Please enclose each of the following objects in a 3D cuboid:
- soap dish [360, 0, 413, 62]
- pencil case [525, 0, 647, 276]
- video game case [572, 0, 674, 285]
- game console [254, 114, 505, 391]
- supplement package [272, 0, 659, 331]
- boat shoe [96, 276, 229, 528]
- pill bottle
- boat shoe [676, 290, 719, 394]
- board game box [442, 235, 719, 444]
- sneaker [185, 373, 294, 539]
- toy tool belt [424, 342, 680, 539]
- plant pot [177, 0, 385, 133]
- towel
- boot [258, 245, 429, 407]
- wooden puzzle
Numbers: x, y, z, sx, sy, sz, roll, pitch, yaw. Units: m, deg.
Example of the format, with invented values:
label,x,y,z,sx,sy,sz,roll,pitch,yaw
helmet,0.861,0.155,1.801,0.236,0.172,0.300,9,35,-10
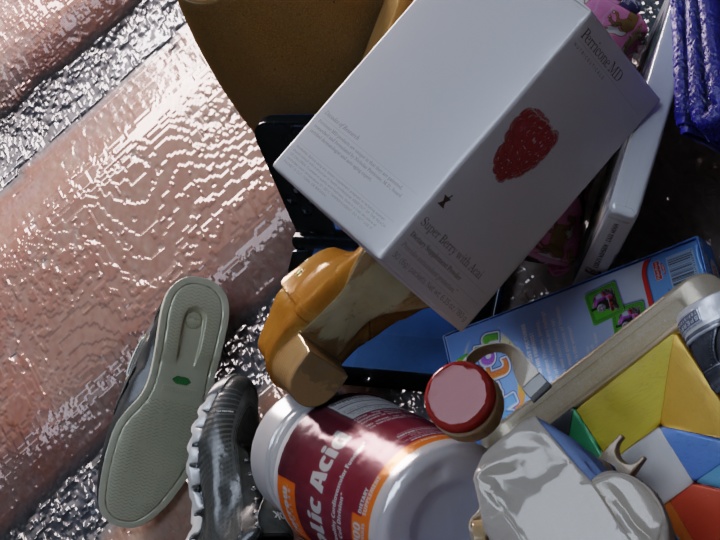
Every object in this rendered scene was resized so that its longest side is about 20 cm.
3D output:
label,x,y,z,sx,sy,sz,roll,pitch,yaw
soap dish,0.095,-0.191,1.645,0.157,0.081,0.201,19,76,5
pencil case,0.137,-0.101,1.547,0.086,0.083,0.201,19,92,26
video game case,0.192,-0.101,1.519,0.023,0.182,0.201,17,73,3
game console,0.004,-0.015,1.634,0.199,0.171,0.118,2,41,35
supplement package,0.069,-0.088,1.409,0.200,0.121,0.120,-50,51,0
boat shoe,-0.154,0.104,1.719,0.068,0.072,0.201,171,118,-72
pill bottle,0.011,0.148,1.513,0.115,0.114,0.200,-59,31,-7
boat shoe,0.301,0.027,1.403,0.199,0.072,0.068,-17,73,-19
board game box,0.163,0.083,1.507,0.199,0.037,0.152,-22,66,22
sneaker,-0.084,0.174,1.624,0.090,0.066,0.201,-3,68,30
toy tool belt,0.124,0.149,1.392,0.125,0.123,0.200,-43,62,2
plant pot,-0.055,-0.196,1.712,0.186,0.200,0.187,-15,59,27
towel,0.271,-0.114,1.448,0.049,0.200,0.148,-28,50,36
boot,0.000,0.001,1.566,0.201,0.071,0.144,-48,21,5
wooden puzzle,0.194,0.128,1.434,0.200,0.037,0.185,-38,68,17
